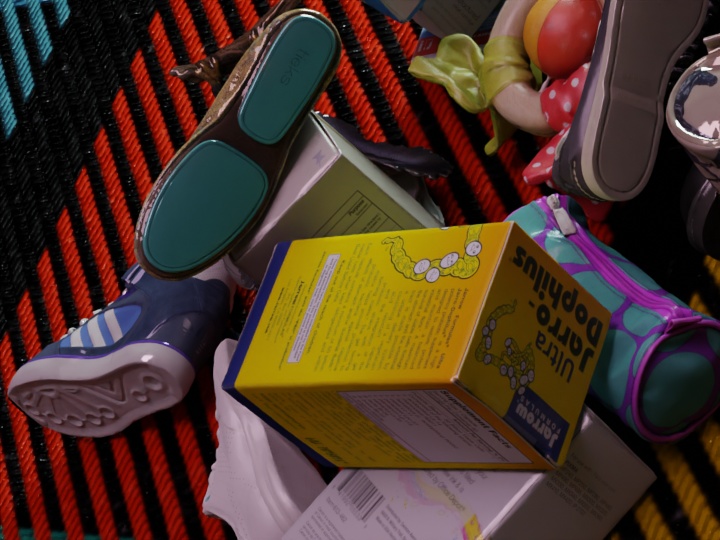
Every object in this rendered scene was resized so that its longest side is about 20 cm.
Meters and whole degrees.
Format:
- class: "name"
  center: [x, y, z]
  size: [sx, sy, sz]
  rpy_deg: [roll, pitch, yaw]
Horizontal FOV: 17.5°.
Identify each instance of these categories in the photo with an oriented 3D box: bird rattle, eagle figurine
- class: "bird rattle"
  center: [0.131, -0.139, 1.590]
  size: [0.200, 0.112, 0.164]
  rpy_deg: [31, 97, 56]
- class: "eagle figurine"
  center: [-0.049, -0.088, 1.663]
  size: [0.201, 0.150, 0.152]
  rpy_deg: [54, 125, 21]

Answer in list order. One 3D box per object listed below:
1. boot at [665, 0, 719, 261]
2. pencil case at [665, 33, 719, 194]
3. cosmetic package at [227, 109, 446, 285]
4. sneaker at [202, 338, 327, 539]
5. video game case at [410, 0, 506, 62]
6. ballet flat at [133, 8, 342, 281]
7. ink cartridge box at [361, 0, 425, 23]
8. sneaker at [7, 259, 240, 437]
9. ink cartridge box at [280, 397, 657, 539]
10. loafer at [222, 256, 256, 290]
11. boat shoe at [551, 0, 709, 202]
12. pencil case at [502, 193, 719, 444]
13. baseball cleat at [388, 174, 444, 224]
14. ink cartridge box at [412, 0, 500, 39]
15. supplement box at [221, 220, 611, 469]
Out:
- class: "boot"
  center: [0.235, -0.107, 1.499]
  size: [0.157, 0.080, 0.211]
  rpy_deg: [23, 66, 45]
- class: "pencil case"
  center: [0.252, -0.046, 1.332]
  size: [0.077, 0.200, 0.090]
  rpy_deg: [-28, 36, 21]
- class: "cosmetic package"
  center: [0.003, -0.006, 1.554]
  size: [0.105, 0.200, 0.071]
  rpy_deg: [-43, 37, 7]
- class: "sneaker"
  center: [-0.082, 0.133, 1.639]
  size: [0.089, 0.075, 0.201]
  rpy_deg: [-48, 36, 23]
- class: "video game case"
  center: [0.123, -0.246, 1.789]
  size: [0.142, 0.017, 0.201]
  rpy_deg: [-6, 55, 43]
- class: "ballet flat"
  center: [-0.080, -0.078, 1.490]
  size: [0.070, 0.071, 0.201]
  rpy_deg: [21, 75, 52]
- class: "ink cartridge box"
  center: [0.001, -0.283, 1.670]
  size: [0.145, 0.085, 0.200]
  rpy_deg: [-52, 39, -2]
- class: "sneaker"
  center: [-0.176, 0.044, 1.810]
  size: [0.199, 0.081, 0.147]
  rpy_deg: [-16, 39, 43]
- class: "ink cartridge box"
  center: [0.066, 0.149, 1.454]
  size: [0.200, 0.083, 0.146]
  rpy_deg: [-48, 36, 3]
- class: "loafer"
  center: [-0.089, -0.047, 1.762]
  size: [0.070, 0.070, 0.200]
  rpy_deg: [-34, 26, 3]
- class: "boat shoe"
  center: [0.167, -0.140, 1.489]
  size: [0.063, 0.072, 0.202]
  rpy_deg: [-2, 69, 58]
- class: "pencil case"
  center: [0.153, 0.026, 1.465]
  size: [0.084, 0.093, 0.200]
  rpy_deg: [-13, 31, -23]
- class: "baseball cleat"
  center: [0.000, 0.000, 1.662]
  size: [0.106, 0.070, 0.201]
  rpy_deg: [-12, 51, 40]
- class: "ink cartridge box"
  center: [0.089, -0.283, 1.744]
  size: [0.200, 0.116, 0.067]
  rpy_deg: [-51, 37, 0]
- class: "supplement box"
  center: [0.033, 0.048, 1.414]
  size: [0.199, 0.109, 0.110]
  rpy_deg: [-4, 56, 44]
